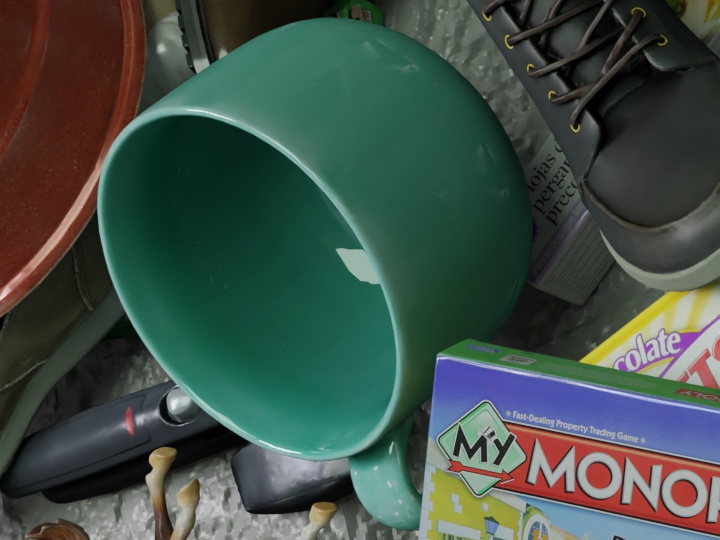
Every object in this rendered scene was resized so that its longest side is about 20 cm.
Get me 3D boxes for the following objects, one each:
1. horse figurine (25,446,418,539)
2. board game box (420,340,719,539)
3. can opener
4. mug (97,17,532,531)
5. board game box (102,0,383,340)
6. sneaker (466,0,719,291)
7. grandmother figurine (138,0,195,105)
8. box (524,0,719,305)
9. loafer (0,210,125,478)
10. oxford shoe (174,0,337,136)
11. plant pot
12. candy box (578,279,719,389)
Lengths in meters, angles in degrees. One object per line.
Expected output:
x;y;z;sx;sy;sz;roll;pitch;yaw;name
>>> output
-0.043;0.150;1.133;0.200;0.050;0.133;10;107;26;horse figurine
0.114;0.108;0.901;0.199;0.029;0.135;10;104;25;board game box
-0.080;0.069;1.183;0.200;0.063;0.079;-14;64;32;can opener
-0.008;-0.007;1.073;0.152;0.114;0.185;23;133;30;mug
-0.080;-0.041;1.233;0.200;0.029;0.135;-7;73;34;board game box
0.082;-0.072;0.977;0.075;0.106;0.200;-41;28;9;sneaker
-0.106;-0.147;1.236;0.121;0.060;0.200;-45;42;26;grandmother figurine
0.123;-0.079;1.091;0.039;0.041;0.200;43;104;36;box
-0.175;0.037;1.211;0.200;0.070;0.075;-52;38;11;loafer
-0.027;-0.143;1.167;0.084;0.073;0.200;-9;53;27;oxford shoe
-0.227;-0.095;1.137;0.200;0.195;0.201;-22;54;33;plant pot
0.122;0.056;0.945;0.200;0.026;0.102;-40;55;26;candy box
